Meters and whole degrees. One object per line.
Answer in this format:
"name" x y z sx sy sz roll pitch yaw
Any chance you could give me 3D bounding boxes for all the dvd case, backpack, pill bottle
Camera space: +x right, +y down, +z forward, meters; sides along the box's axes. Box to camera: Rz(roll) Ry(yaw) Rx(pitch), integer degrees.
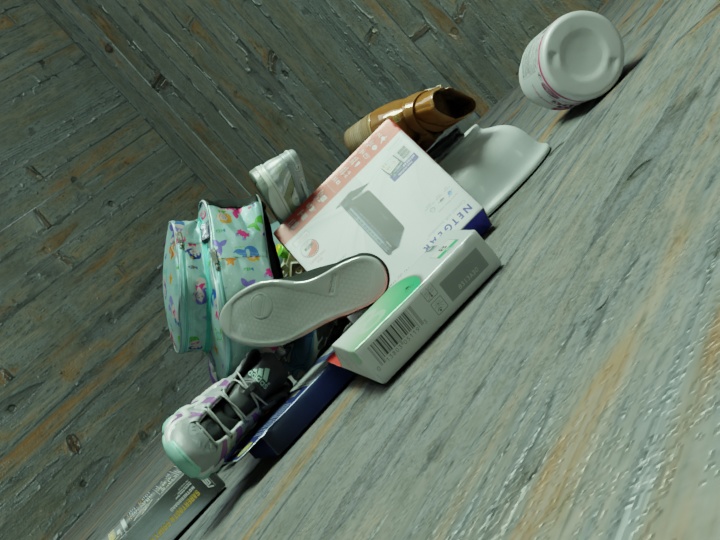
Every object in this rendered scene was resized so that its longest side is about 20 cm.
"dvd case" 0.078 -0.138 1.396 0.148 0.016 0.200 -41 4 8
"backpack" -0.159 0.031 1.242 0.148 0.202 0.179 -11 -30 -20
"pill bottle" 0.282 -0.281 1.418 0.113 0.114 0.200 -43 4 1

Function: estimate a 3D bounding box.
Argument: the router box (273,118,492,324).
"router box" 0.024 -0.050 1.216 0.200 0.180 0.049 -44 -30 0

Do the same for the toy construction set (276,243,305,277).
"toy construction set" -0.083 0.024 1.418 0.200 0.091 0.133 -108 37 -77

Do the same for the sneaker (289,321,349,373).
"sneaker" -0.038 0.068 1.505 0.203 0.081 0.070 -66 18 -6

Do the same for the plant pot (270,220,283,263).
"plant pot" -0.087 0.014 1.656 0.199 0.197 0.197 -29 12 40

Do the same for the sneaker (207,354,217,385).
"sneaker" -0.168 0.117 1.364 0.201 0.079 0.090 -106 30 -61

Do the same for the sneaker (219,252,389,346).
"sneaker" -0.052 0.033 1.130 0.197 0.072 0.099 -19 -3 15

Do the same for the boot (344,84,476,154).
"boot" 0.091 -0.196 1.352 0.153 0.075 0.199 -20 3 40

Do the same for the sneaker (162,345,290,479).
"sneaker" -0.129 0.135 1.111 0.140 0.078 0.200 -44 4 18

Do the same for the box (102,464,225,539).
"box" -0.247 0.301 1.267 0.159 0.048 0.200 -46 4 -18

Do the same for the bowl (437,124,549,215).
"bowl" 0.148 -0.127 1.363 0.201 0.091 0.201 -43 4 4

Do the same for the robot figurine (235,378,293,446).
"robot figurine" -0.167 0.202 1.390 0.145 0.058 0.200 -49 5 -39

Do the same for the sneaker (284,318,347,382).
"sneaker" -0.079 0.084 1.290 0.079 0.089 0.200 -55 -1 -27

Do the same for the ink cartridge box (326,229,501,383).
"ink cartridge box" 0.033 0.029 1.014 0.161 0.050 0.200 -45 15 -12

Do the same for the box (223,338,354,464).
"box" -0.068 0.148 1.136 0.200 0.032 0.121 -45 3 -20

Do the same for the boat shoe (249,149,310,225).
"boat shoe" -0.076 -0.079 1.302 0.064 0.075 0.202 -35 -34 -2
